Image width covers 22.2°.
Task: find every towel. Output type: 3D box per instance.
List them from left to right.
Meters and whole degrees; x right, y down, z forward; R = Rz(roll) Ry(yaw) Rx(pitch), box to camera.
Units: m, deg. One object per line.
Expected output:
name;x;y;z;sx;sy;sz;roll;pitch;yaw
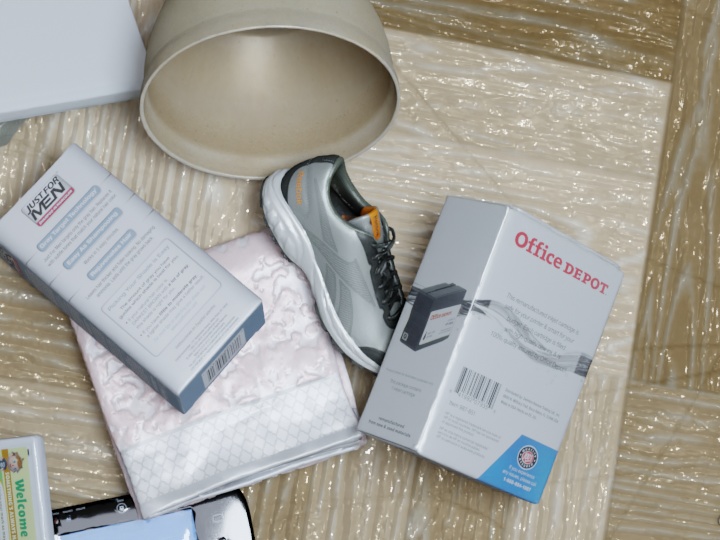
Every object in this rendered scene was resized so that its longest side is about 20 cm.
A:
towel;-0.113;0.079;1.458;0.198;0.032;0.192;-18;81;-10

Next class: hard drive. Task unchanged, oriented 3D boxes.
hard drive;-0.271;-0.180;1.420;0.199;0.026;0.133;-13;72;-27

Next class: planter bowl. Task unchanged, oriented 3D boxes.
planter bowl;-0.072;-0.180;1.424;0.198;0.201;0.136;0;60;-7

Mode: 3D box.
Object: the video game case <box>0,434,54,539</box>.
video game case;-0.321;0.237;1.414;0.180;0.022;0.202;-7;87;9

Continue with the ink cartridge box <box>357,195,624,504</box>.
ink cartridge box;0.104;0.062;1.443;0.145;0.083;0.201;26;82;-37

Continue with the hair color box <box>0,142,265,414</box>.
hair color box;-0.180;0.006;1.421;0.200;0.061;0.099;39;75;11

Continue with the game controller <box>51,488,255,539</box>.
game controller;-0.180;0.230;1.447;0.198;0.042;0.105;-11;88;-9

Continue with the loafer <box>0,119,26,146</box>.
loafer;-0.331;-0.093;1.439;0.063;0.072;0.200;36;76;13

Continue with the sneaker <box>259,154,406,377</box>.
sneaker;0.000;0.000;1.448;0.079;0.074;0.201;-26;101;31

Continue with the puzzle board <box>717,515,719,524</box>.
puzzle board;0.418;0.189;1.540;0.199;0.017;0.152;28;84;-5
